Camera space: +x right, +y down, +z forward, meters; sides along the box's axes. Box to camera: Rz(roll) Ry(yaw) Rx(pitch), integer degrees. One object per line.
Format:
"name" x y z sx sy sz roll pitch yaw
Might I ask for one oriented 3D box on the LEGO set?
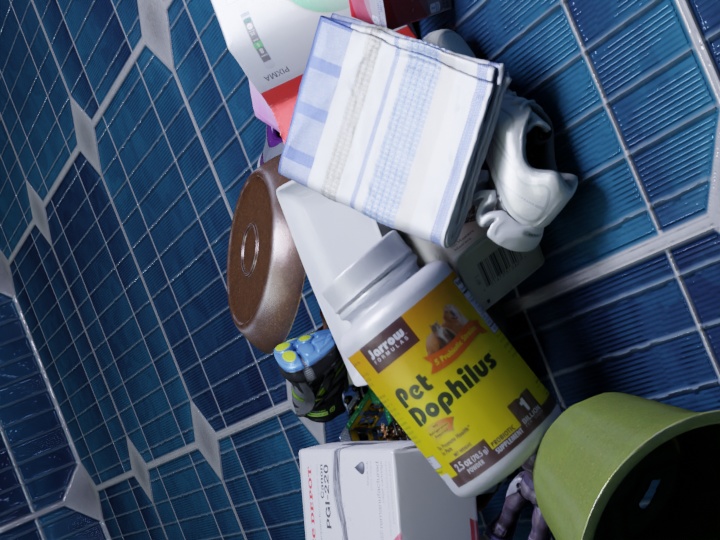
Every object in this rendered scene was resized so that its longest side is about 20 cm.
"LEGO set" 0.066 0.195 1.575 0.155 0.115 0.201 -65 35 35

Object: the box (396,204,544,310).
"box" 0.065 -0.046 1.356 0.200 0.082 0.069 36 159 50

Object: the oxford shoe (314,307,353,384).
"oxford shoe" 0.001 0.053 1.640 0.074 0.071 0.201 39 153 13

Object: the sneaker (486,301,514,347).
"sneaker" 0.070 0.065 1.445 0.200 0.086 0.075 9 119 64

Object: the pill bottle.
"pill bottle" 0.059 0.070 1.241 0.201 0.109 0.109 51 156 1

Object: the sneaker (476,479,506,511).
"sneaker" 0.113 0.148 1.402 0.201 0.072 0.085 87 -164 -52

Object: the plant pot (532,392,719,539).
"plant pot" 0.212 0.169 1.126 0.190 0.198 0.202 -140 34 -71

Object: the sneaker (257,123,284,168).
"sneaker" -0.052 -0.095 1.606 0.200 0.074 0.088 47 144 44

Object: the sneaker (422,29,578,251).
"sneaker" 0.109 -0.116 1.244 0.081 0.075 0.202 -46 59 39

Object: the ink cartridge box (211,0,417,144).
"ink cartridge box" -0.034 -0.202 1.385 0.160 0.050 0.202 -21 87 23

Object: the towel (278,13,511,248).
"towel" 0.023 -0.115 1.258 0.199 0.024 0.149 25 102 39

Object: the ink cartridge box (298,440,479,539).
"ink cartridge box" 0.023 0.228 1.429 0.200 0.084 0.148 166 100 -64

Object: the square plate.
"square plate" 0.000 0.000 1.391 0.200 0.028 0.200 68 158 -1

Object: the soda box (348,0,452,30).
"soda box" 0.019 -0.301 1.270 0.063 0.069 0.202 32 137 54

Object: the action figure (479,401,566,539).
"action figure" 0.150 0.187 1.340 0.130 0.069 0.202 36 129 24

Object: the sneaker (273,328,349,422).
"sneaker" -0.039 0.105 1.553 0.200 0.070 0.084 74 180 -80

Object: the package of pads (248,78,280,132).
"package of pads" -0.064 -0.225 1.515 0.120 0.075 0.202 33 139 51

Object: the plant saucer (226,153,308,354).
"plant saucer" -0.097 -0.019 1.576 0.200 0.034 0.203 -173 90 -69
